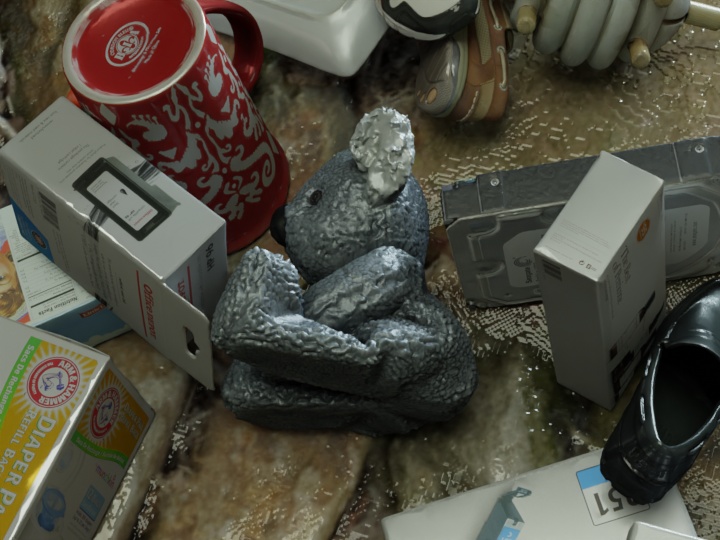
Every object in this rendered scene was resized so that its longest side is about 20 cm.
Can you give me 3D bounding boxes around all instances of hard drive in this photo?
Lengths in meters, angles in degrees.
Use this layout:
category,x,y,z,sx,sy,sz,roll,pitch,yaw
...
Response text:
category,x,y,z,sx,sy,sz,roll,pitch,yaw
hard drive,0.162,-0.029,0.989,0.198,0.140,0.038,-8,61,7

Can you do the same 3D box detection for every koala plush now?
category,x,y,z,sx,sy,sz,roll,pitch,yaw
koala plush,0.000,0.000,1.002,0.182,0.178,0.202,7,63,1

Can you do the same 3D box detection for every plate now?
category,x,y,z,sx,sy,sz,roll,pitch,yaw
plate,-0.030,-0.272,1.190,0.199,0.032,0.201,25,74,36

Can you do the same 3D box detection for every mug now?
category,x,y,z,sx,sy,sz,roll,pitch,yaw
mug,-0.144,-0.133,1.074,0.132,0.200,0.179,-11,61,7

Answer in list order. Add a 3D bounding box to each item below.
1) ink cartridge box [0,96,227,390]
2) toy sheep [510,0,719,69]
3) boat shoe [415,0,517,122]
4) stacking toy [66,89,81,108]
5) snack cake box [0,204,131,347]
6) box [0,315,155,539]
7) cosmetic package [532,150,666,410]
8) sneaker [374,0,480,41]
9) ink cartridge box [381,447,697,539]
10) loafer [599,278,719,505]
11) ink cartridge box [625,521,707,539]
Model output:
category,x,y,z,sx,sy,sz,roll,pitch,yaw
ink cartridge box,-0.157,-0.017,0.997,0.199,0.116,0.068,38,64,16
toy sheep,0.185,-0.217,1.089,0.198,0.138,0.139,20,67,-3
boat shoe,0.088,-0.193,1.138,0.071,0.076,0.201,18,53,-16
stacking toy,-0.209,-0.171,1.184,0.085,0.085,0.201,15,72,19
snack cake box,-0.275,0.019,1.100,0.198,0.067,0.116,-23,63,-1
box,-0.246,0.151,1.000,0.101,0.113,0.201,17,67,19
cosmetic package,0.164,0.013,0.931,0.050,0.200,0.083,27,71,24
sneaker,0.021,-0.257,1.090,0.073,0.080,0.200,-35,60,-3
ink cartridge box,0.130,0.220,0.921,0.198,0.045,0.177,-18,60,3
loafer,0.222,0.071,0.935,0.068,0.071,0.201,35,50,5
ink cartridge box,0.206,0.266,0.832,0.146,0.086,0.202,13,78,12
